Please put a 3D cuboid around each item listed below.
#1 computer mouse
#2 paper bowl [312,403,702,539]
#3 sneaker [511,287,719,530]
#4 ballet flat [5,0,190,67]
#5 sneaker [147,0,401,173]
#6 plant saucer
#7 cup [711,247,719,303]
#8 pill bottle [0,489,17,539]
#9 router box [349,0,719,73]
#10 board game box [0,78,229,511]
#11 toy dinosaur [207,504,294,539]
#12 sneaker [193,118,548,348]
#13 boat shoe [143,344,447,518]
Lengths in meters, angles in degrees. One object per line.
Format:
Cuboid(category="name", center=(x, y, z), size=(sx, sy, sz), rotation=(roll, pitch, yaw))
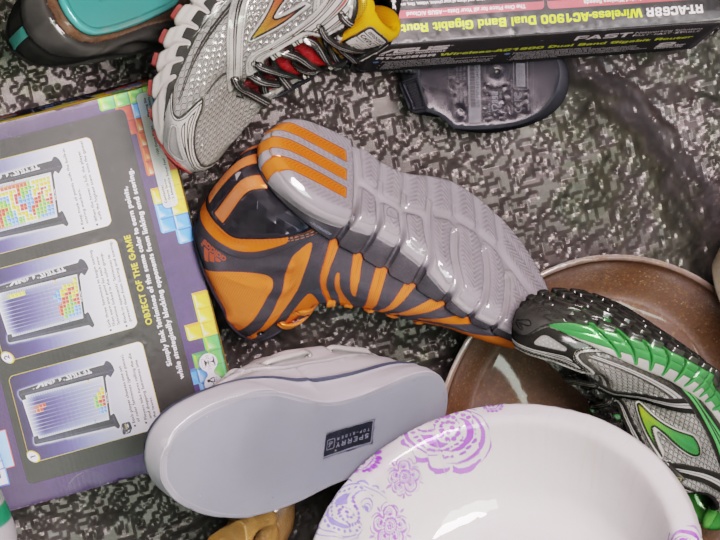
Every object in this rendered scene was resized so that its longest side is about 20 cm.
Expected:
Cuboid(category="computer mouse", center=(0.013, -0.104, 1.435), size=(0.199, 0.034, 0.059), rotation=(3, 80, -7))
Cuboid(category="paper bowl", center=(0.077, 0.175, 1.353), size=(0.200, 0.201, 0.104), rotation=(-25, 141, -9))
Cuboid(category="sneaker", center=(0.151, 0.077, 1.404), size=(0.200, 0.078, 0.085), rotation=(35, 92, -30))
Cuboid(category="ballet flat", center=(-0.104, -0.143, 1.375), size=(0.200, 0.068, 0.068), rotation=(-15, 79, -44))
Cuboid(category="sneaker", center=(-0.030, -0.127, 1.321), size=(0.082, 0.078, 0.200), rotation=(44, 102, 23))
Cuboid(category="plant saucer", center=(0.134, 0.089, 1.475), size=(0.200, 0.037, 0.201), rotation=(-1, 96, -13))
Cuboid(category="cup", center=(0.275, 0.005, 1.435), size=(0.143, 0.200, 0.201), rotation=(-30, 102, 18))
Cuboid(category="pill bottle", center=(-0.237, 0.108, 1.309), size=(0.113, 0.113, 0.200), rotation=(-23, 97, -10))
Cuboid(category="router box", center=(0.085, -0.189, 1.408), size=(0.199, 0.062, 0.150), rotation=(-5, 81, -11))
Cuboid(category="board game box", center=(-0.163, 0.016, 1.392), size=(0.165, 0.057, 0.201), rotation=(-14, 99, -9))
Cuboid(category="toy dinosaur", center=(-0.051, 0.126, 1.431), size=(0.060, 0.106, 0.200), rotation=(33, 90, 23))
Cuboid(category="sneaker", center=(0.000, 0.000, 1.406), size=(0.200, 0.078, 0.112), rotation=(31, 130, -24))
Cuboid(category="boat shoe", center=(-0.044, 0.078, 1.368), size=(0.200, 0.065, 0.074), rotation=(-2, 111, -47))
